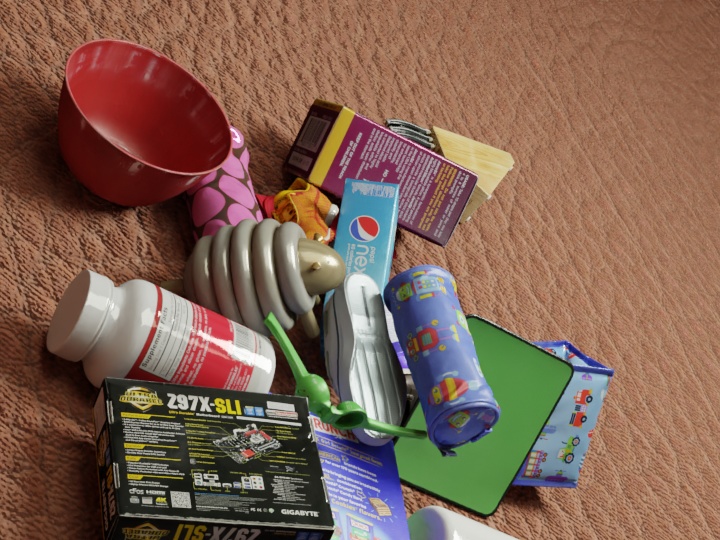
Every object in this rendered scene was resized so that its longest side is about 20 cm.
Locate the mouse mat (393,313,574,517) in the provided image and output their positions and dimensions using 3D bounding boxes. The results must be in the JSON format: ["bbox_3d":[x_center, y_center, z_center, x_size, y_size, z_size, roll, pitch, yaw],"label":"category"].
[{"bbox_3d":[0.129,0.160,1.669,0.161,0.200,0.008,27,6,-25],"label":"mouse mat"}]

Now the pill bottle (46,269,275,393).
[{"bbox_3d":[-0.191,0.077,1.468,0.200,0.112,0.112,27,35,-24],"label":"pill bottle"}]

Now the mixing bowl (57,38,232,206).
[{"bbox_3d":[-0.249,-0.142,1.660,0.200,0.108,0.200,25,36,-20],"label":"mixing bowl"}]

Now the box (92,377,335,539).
[{"bbox_3d":[-0.132,0.177,1.372,0.200,0.049,0.160,7,39,-22],"label":"box"}]

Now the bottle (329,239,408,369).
[{"bbox_3d":[0.013,0.049,1.772,0.083,0.065,0.200,-2,53,-45],"label":"bottle"}]

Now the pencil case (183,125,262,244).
[{"bbox_3d":[-0.150,-0.081,1.726,0.093,0.091,0.200,-5,50,-16],"label":"pencil case"}]

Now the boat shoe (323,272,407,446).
[{"bbox_3d":[0.000,0.100,1.587,0.073,0.067,0.200,16,50,-25],"label":"boat shoe"}]

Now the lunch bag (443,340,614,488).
[{"bbox_3d":[0.168,0.159,1.731,0.200,0.151,0.094,5,17,-37],"label":"lunch bag"}]

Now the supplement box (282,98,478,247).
[{"bbox_3d":[0.023,-0.122,1.895,0.200,0.103,0.131,25,2,-19],"label":"supplement box"}]

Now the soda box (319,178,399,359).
[{"bbox_3d":[0.000,0.000,1.715,0.064,0.068,0.200,7,62,5],"label":"soda box"}]

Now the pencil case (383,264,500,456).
[{"bbox_3d":[0.084,0.089,1.567,0.087,0.078,0.200,41,24,-46],"label":"pencil case"}]

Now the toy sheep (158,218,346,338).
[{"bbox_3d":[-0.113,0.011,1.594,0.138,0.200,0.138,-12,90,-83],"label":"toy sheep"}]

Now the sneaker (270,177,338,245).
[{"bbox_3d":[-0.073,-0.048,1.748,0.077,0.073,0.200,39,13,-13],"label":"sneaker"}]

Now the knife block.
[{"bbox_3d":[0.110,-0.158,2.124,0.176,0.064,0.200,43,32,-1],"label":"knife block"}]

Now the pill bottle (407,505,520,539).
[{"bbox_3d":[0.132,0.321,1.540,0.200,0.114,0.114,26,36,-26],"label":"pill bottle"}]

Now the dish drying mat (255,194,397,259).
[{"bbox_3d":[-0.041,-0.052,1.877,0.200,0.018,0.077,9,47,-43],"label":"dish drying mat"}]

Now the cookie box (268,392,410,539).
[{"bbox_3d":[-0.040,0.234,1.486,0.171,0.075,0.200,24,36,-27],"label":"cookie box"}]

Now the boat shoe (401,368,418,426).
[{"bbox_3d":[0.059,0.153,1.700,0.200,0.072,0.060,6,44,-52],"label":"boat shoe"}]

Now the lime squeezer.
[{"bbox_3d":[-0.024,0.125,1.490,0.200,0.038,0.071,37,20,-8],"label":"lime squeezer"}]
